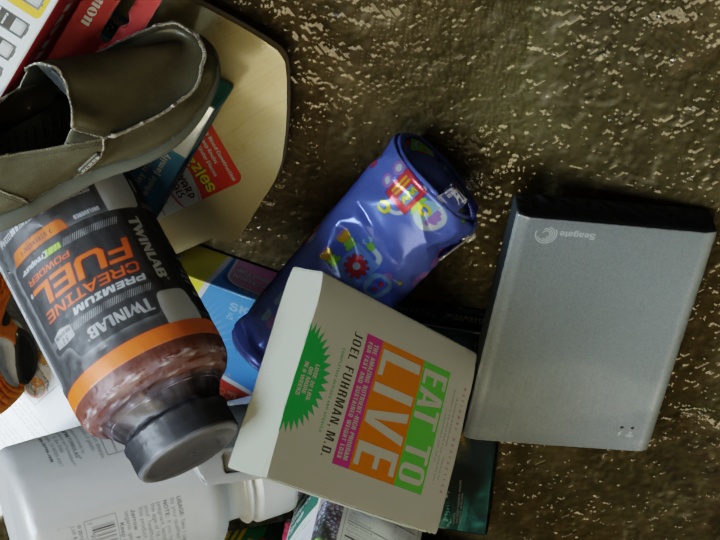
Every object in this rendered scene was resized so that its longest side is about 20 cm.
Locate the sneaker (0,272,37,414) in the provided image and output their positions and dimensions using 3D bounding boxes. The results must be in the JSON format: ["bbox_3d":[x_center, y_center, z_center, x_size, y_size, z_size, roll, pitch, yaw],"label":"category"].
[{"bbox_3d":[-0.289,0.014,1.336,0.092,0.076,0.201,19,133,20],"label":"sneaker"}]

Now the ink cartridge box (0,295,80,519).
[{"bbox_3d":[-0.276,0.062,1.432,0.176,0.045,0.200,-40,88,17],"label":"ink cartridge box"}]

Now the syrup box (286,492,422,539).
[{"bbox_3d":[-0.007,0.201,1.377,0.081,0.201,0.079,28,128,-12],"label":"syrup box"}]

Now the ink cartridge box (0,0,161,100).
[{"bbox_3d":[-0.214,-0.194,1.192,0.175,0.084,0.201,33,103,-3],"label":"ink cartridge box"}]

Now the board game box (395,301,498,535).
[{"bbox_3d":[0.039,0.110,1.444,0.134,0.028,0.201,9,128,7],"label":"board game box"}]

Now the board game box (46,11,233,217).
[{"bbox_3d":[-0.209,-0.112,1.293,0.199,0.047,0.151,32,117,-2],"label":"board game box"}]

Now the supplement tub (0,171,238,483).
[{"bbox_3d":[-0.153,0.032,1.216,0.107,0.107,0.201,-44,69,34],"label":"supplement tub"}]

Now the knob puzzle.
[{"bbox_3d":[-0.132,-0.109,1.318,0.218,0.030,0.221,6,115,12],"label":"knob puzzle"}]

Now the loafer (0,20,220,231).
[{"bbox_3d":[-0.169,-0.097,1.176,0.075,0.200,0.070,42,154,23],"label":"loafer"}]

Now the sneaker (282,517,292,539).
[{"bbox_3d":[0.018,0.255,1.499,0.199,0.075,0.081,22,167,-22],"label":"sneaker"}]

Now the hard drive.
[{"bbox_3d":[0.156,0.039,1.341,0.139,0.033,0.201,5,126,-8],"label":"hard drive"}]

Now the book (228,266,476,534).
[{"bbox_3d":[0.000,0.089,1.271,0.048,0.134,0.200,11,171,36],"label":"book"}]

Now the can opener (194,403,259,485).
[{"bbox_3d":[-0.025,0.113,1.340,0.199,0.054,0.067,-5,173,-25],"label":"can opener"}]

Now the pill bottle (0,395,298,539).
[{"bbox_3d":[-0.152,0.157,1.374,0.199,0.114,0.115,-15,129,-19],"label":"pill bottle"}]

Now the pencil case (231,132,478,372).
[{"bbox_3d":[0.000,0.000,1.315,0.087,0.078,0.200,42,110,0],"label":"pencil case"}]

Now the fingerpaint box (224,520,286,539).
[{"bbox_3d":[-0.151,0.272,1.521,0.200,0.166,0.074,-32,73,31],"label":"fingerpaint box"}]

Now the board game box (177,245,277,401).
[{"bbox_3d":[-0.147,0.046,1.434,0.199,0.040,0.154,19,128,-1],"label":"board game box"}]
